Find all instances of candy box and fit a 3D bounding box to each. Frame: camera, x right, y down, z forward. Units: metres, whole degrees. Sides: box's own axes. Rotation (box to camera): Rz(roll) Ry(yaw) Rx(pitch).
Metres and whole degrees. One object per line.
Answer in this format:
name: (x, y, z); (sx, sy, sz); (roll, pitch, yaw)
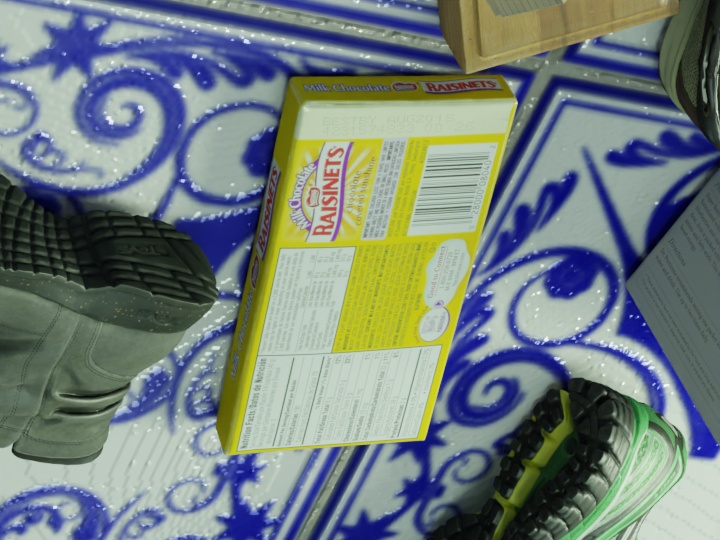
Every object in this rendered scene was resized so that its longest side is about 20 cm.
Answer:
candy box: (0.000, 0.000, 1.228); (0.102, 0.026, 0.201); (-1, 129, -19)

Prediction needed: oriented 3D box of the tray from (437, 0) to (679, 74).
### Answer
tray: (0.076, -0.178, 1.099); (0.098, 0.037, 0.200); (-16, 134, -9)

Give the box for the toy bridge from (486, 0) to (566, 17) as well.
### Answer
toy bridge: (0.011, -0.181, 1.046); (0.067, 0.027, 0.200); (-10, 127, 39)

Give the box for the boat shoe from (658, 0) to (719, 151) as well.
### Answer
boat shoe: (0.185, -0.138, 1.159); (0.073, 0.065, 0.201); (-2, 129, -20)

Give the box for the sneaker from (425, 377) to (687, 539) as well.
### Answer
sneaker: (0.092, 0.148, 1.361); (0.085, 0.078, 0.200); (21, 118, -36)

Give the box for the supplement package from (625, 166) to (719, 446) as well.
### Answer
supplement package: (0.242, -0.013, 1.254); (0.119, 0.121, 0.200); (20, 120, -35)

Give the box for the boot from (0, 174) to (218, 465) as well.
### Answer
boot: (-0.168, 0.025, 1.155); (0.200, 0.068, 0.131); (19, 125, -33)
